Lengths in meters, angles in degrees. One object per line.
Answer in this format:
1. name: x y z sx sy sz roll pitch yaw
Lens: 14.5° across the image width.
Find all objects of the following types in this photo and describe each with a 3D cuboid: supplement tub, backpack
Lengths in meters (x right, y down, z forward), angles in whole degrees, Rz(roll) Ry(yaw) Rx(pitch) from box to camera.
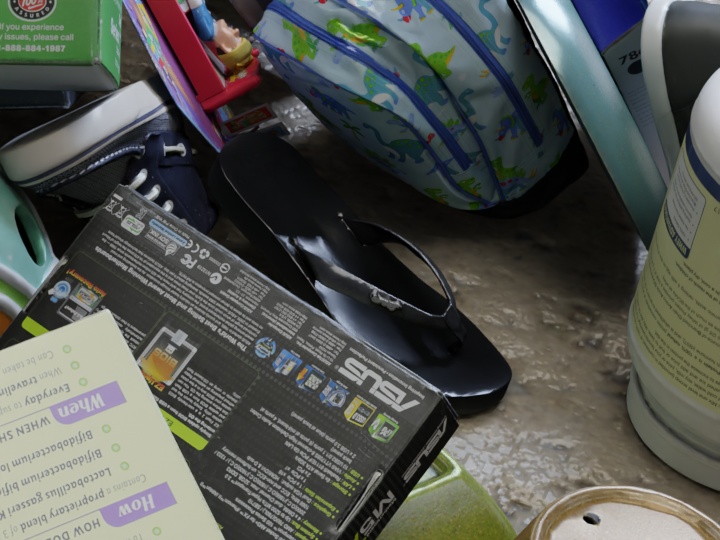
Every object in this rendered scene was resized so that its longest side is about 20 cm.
1. supplement tub: 0.219 0.004 1.455 0.145 0.200 0.145 9 38 -7
2. backpack: 0.027 -0.121 1.563 0.154 0.200 0.163 -40 60 -19

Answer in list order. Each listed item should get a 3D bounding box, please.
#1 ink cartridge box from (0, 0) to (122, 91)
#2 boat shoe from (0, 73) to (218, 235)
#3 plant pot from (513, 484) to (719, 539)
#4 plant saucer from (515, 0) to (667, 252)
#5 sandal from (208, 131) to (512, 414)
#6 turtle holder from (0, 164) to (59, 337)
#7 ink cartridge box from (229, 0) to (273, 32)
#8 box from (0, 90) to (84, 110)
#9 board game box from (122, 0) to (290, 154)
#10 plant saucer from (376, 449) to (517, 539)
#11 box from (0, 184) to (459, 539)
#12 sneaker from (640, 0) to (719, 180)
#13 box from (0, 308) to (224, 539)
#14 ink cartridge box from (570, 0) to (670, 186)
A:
1. ink cartridge box: -0.188 -0.192 1.370 0.146 0.201 0.083 2 -6 3
2. boat shoe: -0.120 -0.043 1.451 0.075 0.093 0.200 -23 5 16
3. plant pot: 0.091 0.193 1.176 0.186 0.200 0.187 8 38 -6
4. plant saucer: 0.127 -0.101 1.579 0.027 0.200 0.200 -28 43 4
5. sandal: -0.001 0.000 1.489 0.200 0.043 0.076 43 43 8
6. turtle holder: -0.223 -0.001 1.401 0.131 0.141 0.186 25 -3 -9
7. ink cartridge box: -0.095 -0.218 1.648 0.050 0.162 0.200 -39 69 0
8. box: -0.204 -0.147 1.517 0.122 0.106 0.200 -1 10 3
9. board game box: -0.089 -0.137 1.551 0.039 0.200 0.158 -26 66 6
10. plant saucer: -0.048 0.095 1.382 0.199 0.048 0.200 -20 48 -36
11. box: -0.089 0.088 1.296 0.200 0.048 0.193 32 81 23
12. sneaker: 0.224 -0.066 1.545 0.099 0.200 0.071 2 47 27
13. box: -0.147 0.146 1.165 0.176 0.097 0.200 -21 73 -25
14. ink cartridge box: 0.148 -0.137 1.609 0.039 0.200 0.100 -26 57 4
